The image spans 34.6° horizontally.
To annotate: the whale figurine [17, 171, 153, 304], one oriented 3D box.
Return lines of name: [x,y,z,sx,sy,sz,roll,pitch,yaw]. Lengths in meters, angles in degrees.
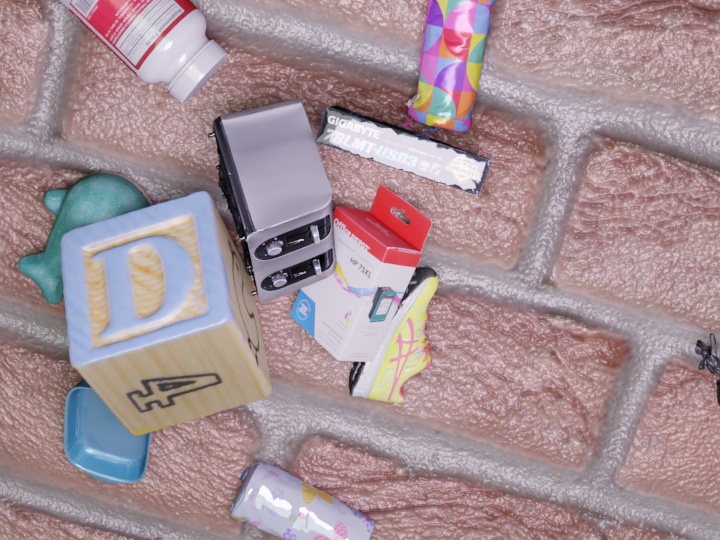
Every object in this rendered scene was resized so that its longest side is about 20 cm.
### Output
whale figurine: [-0.356,-0.036,1.486,0.199,0.104,0.160,-37,100,11]

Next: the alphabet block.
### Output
alphabet block: [-0.235,0.056,1.409,0.194,0.197,0.201,-15,148,3]

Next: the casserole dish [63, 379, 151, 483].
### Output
casserole dish: [-0.336,0.211,1.555,0.120,0.039,0.201,16,133,1]

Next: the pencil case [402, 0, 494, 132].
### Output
pencil case: [0.110,-0.264,1.400,0.087,0.088,0.202,12,104,1]

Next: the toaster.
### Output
toaster: [-0.104,-0.089,1.387,0.117,0.181,0.202,-16,63,-8]

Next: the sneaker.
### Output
sneaker: [0.061,0.088,1.510,0.089,0.078,0.201,23,111,-11]

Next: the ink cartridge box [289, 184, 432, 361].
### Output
ink cartridge box: [0.000,0.000,1.457,0.067,0.116,0.202,7,113,-45]

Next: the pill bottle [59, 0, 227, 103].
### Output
pill bottle: [-0.261,-0.303,1.402,0.200,0.112,0.112,44,104,-8]

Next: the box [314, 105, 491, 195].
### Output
box: [0.050,-0.144,1.374,0.196,0.200,0.050,17,98,0]

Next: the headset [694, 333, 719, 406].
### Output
headset: [0.506,0.146,1.475,0.199,0.094,0.124,31,105,-16]

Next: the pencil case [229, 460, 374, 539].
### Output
pencil case: [-0.080,0.340,1.579,0.198,0.083,0.091,26,103,-4]
